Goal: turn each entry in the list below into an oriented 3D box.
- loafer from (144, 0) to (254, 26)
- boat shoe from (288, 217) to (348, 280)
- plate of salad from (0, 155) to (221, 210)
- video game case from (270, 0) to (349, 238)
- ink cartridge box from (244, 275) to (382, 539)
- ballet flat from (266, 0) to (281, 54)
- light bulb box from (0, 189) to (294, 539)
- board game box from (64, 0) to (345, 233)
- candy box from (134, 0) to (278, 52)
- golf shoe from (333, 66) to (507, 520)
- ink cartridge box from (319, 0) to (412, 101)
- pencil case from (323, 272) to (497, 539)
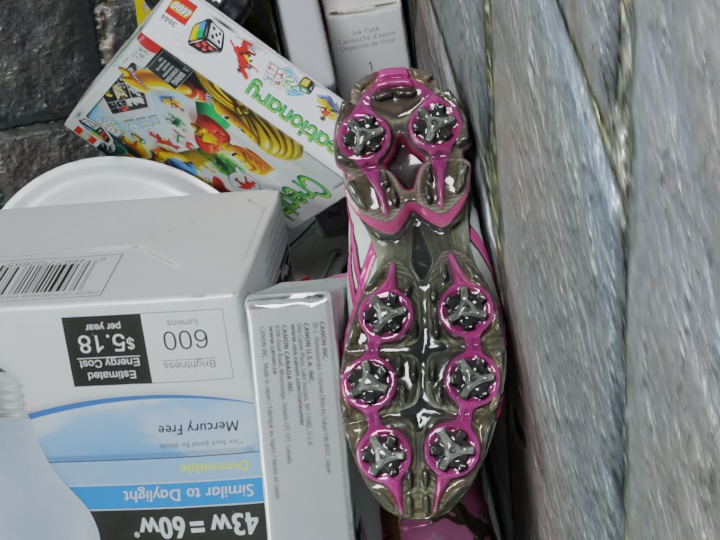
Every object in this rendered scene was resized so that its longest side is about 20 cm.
[{"bbox_3d":[-0.078,-0.169,1.234,0.070,0.068,0.201,40,-164,-29],"label":"loafer"},{"bbox_3d":[0.000,-0.004,1.350,0.202,0.086,0.075,-41,-38,-60],"label":"boat shoe"},{"bbox_3d":[-0.117,0.034,1.263,0.048,0.200,0.200,-40,-56,-63],"label":"plate of salad"},{"bbox_3d":[-0.036,-0.142,1.261,0.182,0.022,0.200,83,176,-67],"label":"video game case"},{"bbox_3d":[-0.012,0.103,1.121,0.174,0.044,0.200,-25,-70,-80],"label":"ink cartridge box"},{"bbox_3d":[-0.029,-0.171,1.423,0.074,0.074,0.200,84,173,-45],"label":"ballet flat"},{"bbox_3d":[-0.128,0.079,1.171,0.125,0.198,0.200,-71,-25,-63],"label":"light bulb box"},{"bbox_3d":[-0.072,-0.071,1.192,0.035,0.126,0.200,-58,9,-17],"label":"board game box"},{"bbox_3d":[-0.086,-0.140,1.319,0.102,0.026,0.200,39,-160,-27],"label":"candy box"},{"bbox_3d":[0.029,0.016,1.049,0.092,0.073,0.200,74,-165,-71],"label":"golf shoe"},{"bbox_3d":[-0.012,-0.192,1.263,0.200,0.045,0.176,-105,5,-48],"label":"ink cartridge box"},{"bbox_3d":[0.024,0.097,1.207,0.087,0.083,0.200,19,-126,-54],"label":"pencil case"}]
